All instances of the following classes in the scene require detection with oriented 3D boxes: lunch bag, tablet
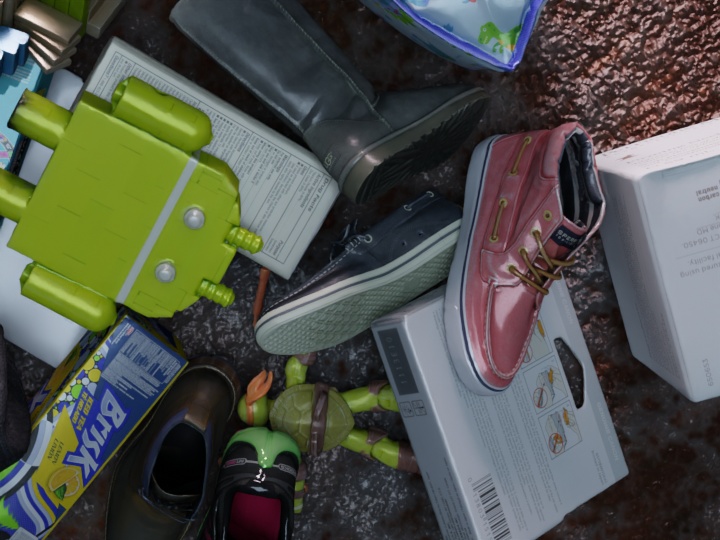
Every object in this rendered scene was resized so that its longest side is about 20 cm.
[{"bbox_3d":[0.039,-0.234,1.263,0.199,0.170,0.128,25,94,-4],"label":"lunch bag"},{"bbox_3d":[-0.226,-0.038,1.346,0.130,0.014,0.201,31,93,-6],"label":"tablet"}]

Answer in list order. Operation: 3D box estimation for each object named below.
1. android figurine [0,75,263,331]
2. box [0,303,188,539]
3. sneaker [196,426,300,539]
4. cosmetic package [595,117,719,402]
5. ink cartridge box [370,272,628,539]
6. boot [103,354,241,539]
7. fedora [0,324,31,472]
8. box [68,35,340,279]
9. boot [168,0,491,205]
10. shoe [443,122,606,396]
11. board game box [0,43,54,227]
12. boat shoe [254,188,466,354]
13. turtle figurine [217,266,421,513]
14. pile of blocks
[{"bbox_3d":[-0.167,-0.043,1.247,0.199,0.041,0.183,29,106,-10],"label":"android figurine"},{"bbox_3d":[-0.218,0.119,1.330,0.064,0.070,0.200,39,92,-18],"label":"box"},{"bbox_3d":[-0.090,0.211,1.325,0.076,0.084,0.201,7,122,1],"label":"sneaker"},{"bbox_3d":[0.274,-0.020,1.284,0.166,0.200,0.167,-17,97,-2],"label":"cosmetic package"},{"bbox_3d":[0.109,0.100,1.345,0.173,0.043,0.201,-25,99,-41],"label":"ink cartridge box"},{"bbox_3d":[-0.153,0.164,1.315,0.074,0.097,0.201,23,108,-2],"label":"boot"},{"bbox_3d":[-0.289,0.092,1.264,0.091,0.201,0.202,-14,96,-5],"label":"fedora"},{"bbox_3d":[-0.118,-0.084,1.304,0.199,0.078,0.095,31,92,-13],"label":"box"},{"bbox_3d":[-0.020,-0.153,1.314,0.200,0.182,0.073,43,130,18],"label":"boot"},{"bbox_3d":[0.121,-0.010,1.284,0.071,0.091,0.201,21,69,-39],"label":"shoe"},{"bbox_3d":[-0.328,-0.093,1.311,0.150,0.047,0.201,20,94,-1],"label":"board game box"},{"bbox_3d":[0.000,0.000,1.315,0.199,0.075,0.062,-30,66,-23],"label":"boat shoe"},{"bbox_3d":[-0.025,0.101,1.346,0.160,0.064,0.201,4,95,-4],"label":"turtle figurine"},{"bbox_3d":[-0.249,-0.183,1.254,0.200,0.062,0.082,-32,67,-32],"label":"pile of blocks"}]
